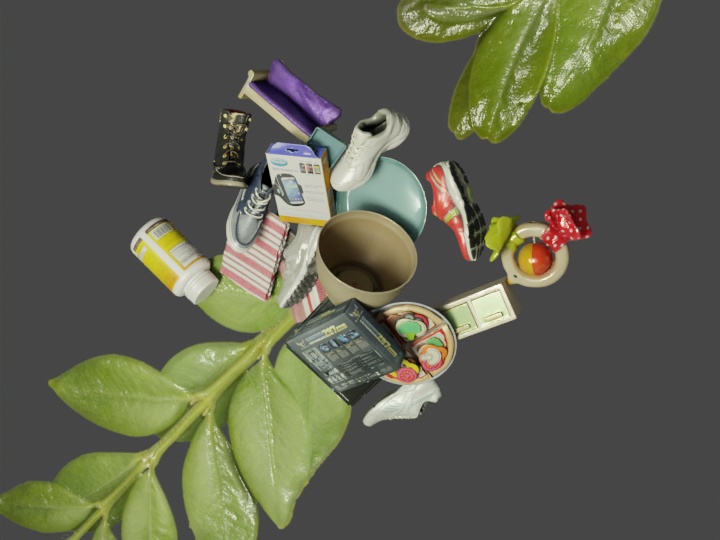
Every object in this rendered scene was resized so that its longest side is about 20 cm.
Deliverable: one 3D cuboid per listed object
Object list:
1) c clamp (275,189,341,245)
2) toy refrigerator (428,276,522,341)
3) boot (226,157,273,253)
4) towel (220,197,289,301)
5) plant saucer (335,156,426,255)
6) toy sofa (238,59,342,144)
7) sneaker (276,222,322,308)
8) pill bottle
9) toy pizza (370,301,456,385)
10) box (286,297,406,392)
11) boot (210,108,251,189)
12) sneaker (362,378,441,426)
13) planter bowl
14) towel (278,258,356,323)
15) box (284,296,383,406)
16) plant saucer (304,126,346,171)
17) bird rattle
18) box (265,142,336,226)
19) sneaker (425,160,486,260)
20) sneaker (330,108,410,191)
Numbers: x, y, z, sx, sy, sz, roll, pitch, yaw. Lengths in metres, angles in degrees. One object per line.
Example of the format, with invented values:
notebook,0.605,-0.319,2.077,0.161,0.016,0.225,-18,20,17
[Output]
c clamp,-0.138,-0.133,1.732,0.171,0.027,0.200,48,117,6
toy refrigerator,0.213,0.087,1.612,0.199,0.070,0.077,-23,94,26
boot,-0.222,-0.140,1.681,0.090,0.072,0.202,-24,51,60
towel,-0.233,-0.049,1.783,0.146,0.030,0.202,30,116,25
plant saucer,0.045,-0.132,1.652,0.198,0.027,0.203,7,106,23
toy sofa,-0.141,-0.338,1.648,0.200,0.083,0.098,41,116,9
sneaker,-0.132,-0.015,1.724,0.082,0.075,0.202,30,100,23
pill bottle,-0.418,-0.019,1.838,0.200,0.109,0.109,44,116,8
toy pizza,0.092,0.152,1.603,0.198,0.032,0.202,2,120,4
box,-0.030,0.151,1.584,0.158,0.051,0.199,45,138,-15
boot,-0.265,-0.253,1.682,0.072,0.200,0.152,8,104,-14
sneaker,0.087,0.288,1.720,0.200,0.070,0.081,-38,90,26
planter bowl,0.000,0.000,1.602,0.199,0.200,0.135,35,142,11
towel,-0.075,0.027,1.750,0.198,0.023,0.146,-12,96,24
box,-0.030,0.157,1.710,0.200,0.086,0.164,44,116,-3
plant saucer,-0.099,-0.211,1.626,0.070,0.019,0.200,31,139,-11
bird rattle,0.335,-0.049,1.529,0.198,0.113,0.165,-6,113,12
box,-0.118,-0.179,1.627,0.118,0.042,0.201,8,134,15
sneaker,0.183,-0.113,1.580,0.084,0.077,0.202,-18,89,38
sneaker,0.002,-0.244,1.580,0.200,0.099,0.078,-49,61,10
